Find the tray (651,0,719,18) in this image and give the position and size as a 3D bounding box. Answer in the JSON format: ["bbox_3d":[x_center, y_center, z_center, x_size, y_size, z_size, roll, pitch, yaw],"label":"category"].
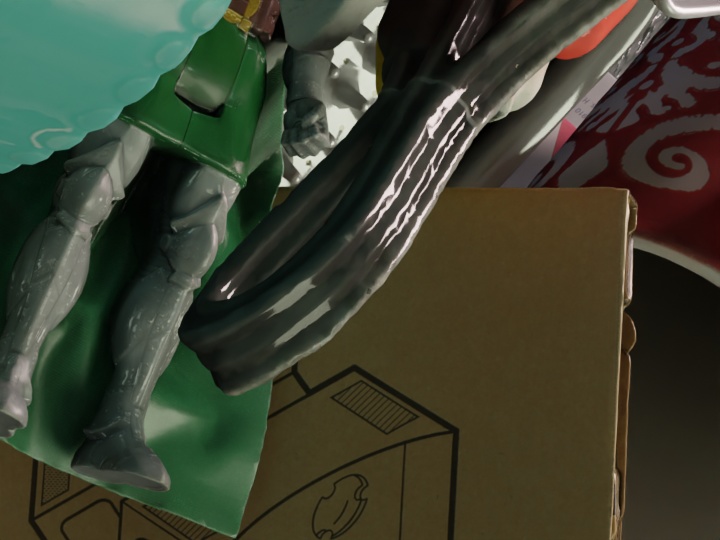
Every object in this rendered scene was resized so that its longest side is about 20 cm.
[{"bbox_3d":[0.074,-0.166,0.654,0.022,0.202,0.107,-21,174,34],"label":"tray"}]

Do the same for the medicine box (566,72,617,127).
[{"bbox_3d":[0.055,0.033,1.018,0.199,0.103,0.183,-34,154,-28],"label":"medicine box"}]

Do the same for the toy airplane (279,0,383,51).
[{"bbox_3d":[-0.013,-0.150,0.521,0.199,0.200,0.141,-50,-158,-20],"label":"toy airplane"}]

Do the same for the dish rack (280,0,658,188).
[{"bbox_3d":[-0.020,-0.099,0.640,0.172,0.044,0.200,-47,118,-4],"label":"dish rack"}]

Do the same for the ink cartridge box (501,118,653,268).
[{"bbox_3d":[0.000,0.000,0.809,0.199,0.146,0.085,-28,153,-40],"label":"ink cartridge box"}]

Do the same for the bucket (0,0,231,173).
[{"bbox_3d":[-0.092,-0.117,0.341,0.134,0.208,0.208,21,112,-38],"label":"bucket"}]

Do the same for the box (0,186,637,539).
[{"bbox_3d":[-0.028,0.059,0.595,0.021,0.198,0.165,35,57,-71],"label":"box"}]

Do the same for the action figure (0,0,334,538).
[{"bbox_3d":[-0.045,-0.048,0.567,0.118,0.055,0.202,27,71,-30],"label":"action figure"}]

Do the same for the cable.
[{"bbox_3d":[0.027,-0.034,0.521,0.096,0.051,0.201,-19,-152,28],"label":"cable"}]

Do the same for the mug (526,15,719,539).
[{"bbox_3d":[0.138,-0.019,0.730,0.177,0.134,0.200,-16,-155,39],"label":"mug"}]
